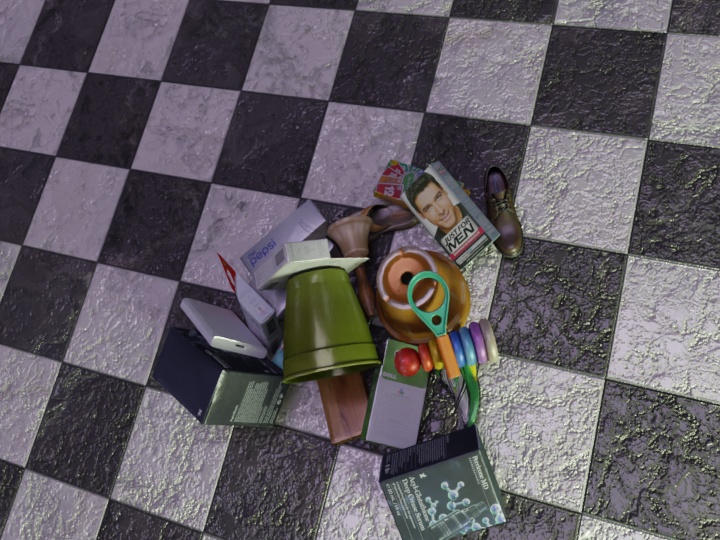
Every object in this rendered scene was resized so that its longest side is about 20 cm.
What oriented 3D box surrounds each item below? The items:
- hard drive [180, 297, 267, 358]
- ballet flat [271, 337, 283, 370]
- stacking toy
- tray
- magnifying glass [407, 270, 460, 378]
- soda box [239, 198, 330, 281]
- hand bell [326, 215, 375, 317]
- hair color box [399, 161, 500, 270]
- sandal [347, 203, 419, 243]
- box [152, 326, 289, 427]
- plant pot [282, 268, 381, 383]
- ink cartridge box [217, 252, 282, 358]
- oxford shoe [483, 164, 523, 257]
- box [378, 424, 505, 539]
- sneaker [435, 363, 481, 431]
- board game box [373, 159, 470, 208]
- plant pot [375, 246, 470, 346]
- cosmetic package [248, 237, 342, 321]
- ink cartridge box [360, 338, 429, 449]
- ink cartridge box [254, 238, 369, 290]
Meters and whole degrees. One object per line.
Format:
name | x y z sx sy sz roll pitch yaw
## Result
hard drive | -0.292 0.121 1.557 0.199 0.130 0.027 36 103 52
ballet flat | -0.140 0.169 1.573 0.075 0.064 0.203 25 92 17
stacking toy | 0.160 0.156 1.406 0.195 0.086 0.087 -15 69 5
tray | -0.036 0.250 1.534 0.097 0.037 0.204 -20 69 10
magnifying glass | 0.143 0.099 1.357 0.078 0.022 0.204 -18 92 3
soda box | -0.156 -0.057 1.565 0.199 0.063 0.069 -39 69 1
hand bell | 0.000 0.000 1.525 0.102 0.104 0.204 -18 70 10
hair color box | 0.184 -0.114 1.515 0.201 0.060 0.099 51 121 6
sandal | 0.037 -0.112 1.617 0.196 0.054 0.082 -16 69 11
box | -0.280 0.218 1.492 0.195 0.198 0.120 28 98 39
plant pot | -0.072 0.106 1.448 0.196 0.200 0.198 -14 78 12
ink cartridge box | -0.248 0.077 1.584 0.199 0.164 0.057 38 67 23
oxford shoe | 0.291 -0.125 1.530 0.071 0.084 0.204 -16 71 9
box | 0.150 0.402 1.359 0.196 0.107 0.151 -21 100 9
sneaker | 0.191 0.228 1.447 0.083 0.078 0.204 -5 63 1
board game box | 0.135 -0.173 1.606 0.196 0.030 0.097 22 64 15
plant pot | 0.113 0.041 1.475 0.195 0.183 0.205 -5 71 15
cosmetic package | -0.146 0.004 1.621 0.112 0.081 0.201 35 84 21
ink cartridge box | 0.073 0.250 1.467 0.101 0.059 0.205 15 77 -9
ink cartridge box | -0.102 -0.011 1.465 0.173 0.199 0.046 -5 76 -27
